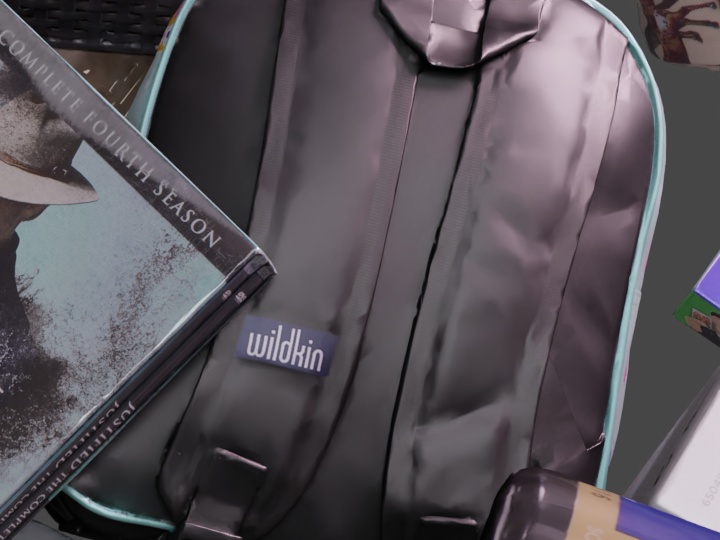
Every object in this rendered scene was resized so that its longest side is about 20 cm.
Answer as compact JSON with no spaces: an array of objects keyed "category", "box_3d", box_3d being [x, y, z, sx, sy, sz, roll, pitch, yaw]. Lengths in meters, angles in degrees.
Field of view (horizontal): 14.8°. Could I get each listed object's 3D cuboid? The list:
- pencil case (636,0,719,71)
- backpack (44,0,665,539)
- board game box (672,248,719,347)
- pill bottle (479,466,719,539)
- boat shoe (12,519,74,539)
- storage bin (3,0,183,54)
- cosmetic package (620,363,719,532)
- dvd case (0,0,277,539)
[{"category":"pencil case","box_3d":[0.100,-0.166,0.920,0.077,0.090,0.201,-19,110,17]},{"category":"backpack","box_3d":[0.000,0.000,0.851,0.175,0.153,0.201,14,84,-2]},{"category":"board game box","box_3d":[0.217,-0.024,0.960,0.134,0.029,0.200,35,69,5]},{"category":"pill bottle","box_3d":[0.109,0.129,0.634,0.199,0.112,0.112,19,68,3]},{"category":"boat shoe","box_3d":[-0.147,0.110,0.835,0.199,0.071,0.091,24,71,-3]},{"category":"storage bin","box_3d":[-0.058,-0.153,0.936,0.199,0.094,0.136,4,69,-7]},{"category":"cosmetic package","box_3d":[0.120,0.094,0.810,0.101,0.200,0.071,32,68,4]},{"category":"dvd case","box_3d":[-0.140,0.025,0.785,0.200,0.022,0.146,-44,61,-5]}]
